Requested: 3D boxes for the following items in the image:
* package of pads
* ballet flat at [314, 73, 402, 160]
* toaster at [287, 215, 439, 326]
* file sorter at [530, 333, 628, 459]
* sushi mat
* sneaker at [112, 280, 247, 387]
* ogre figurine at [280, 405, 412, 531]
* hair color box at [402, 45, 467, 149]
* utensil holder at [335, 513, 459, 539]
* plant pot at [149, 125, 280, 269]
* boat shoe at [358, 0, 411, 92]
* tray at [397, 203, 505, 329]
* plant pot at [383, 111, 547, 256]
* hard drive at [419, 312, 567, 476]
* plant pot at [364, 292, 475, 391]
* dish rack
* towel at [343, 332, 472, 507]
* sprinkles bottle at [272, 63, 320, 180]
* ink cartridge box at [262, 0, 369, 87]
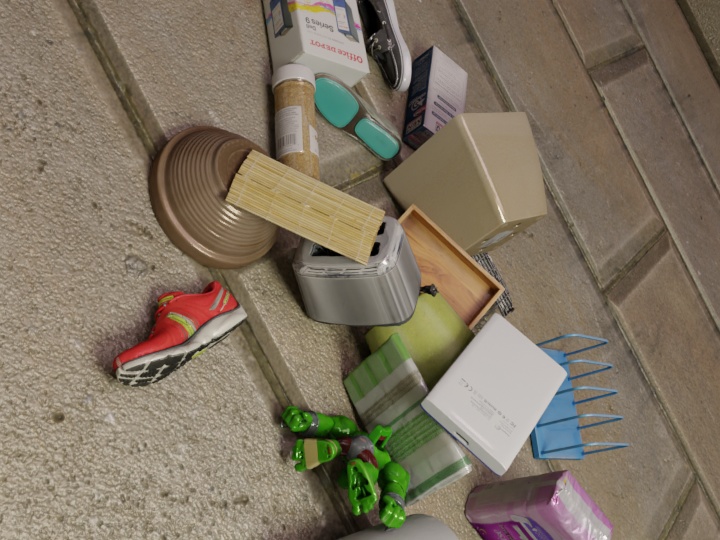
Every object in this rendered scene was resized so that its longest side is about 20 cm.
[{"bbox_3d":[0.260,0.368,1.150,0.121,0.199,0.076,51,51,-7],"label":"package of pads"},{"bbox_3d":[-0.011,-0.258,1.289,0.199,0.067,0.064,37,23,-26],"label":"ballet flat"},{"bbox_3d":[0.000,0.000,1.062,0.130,0.197,0.115,68,32,-48],"label":"toaster"},{"bbox_3d":[0.382,0.225,1.384,0.137,0.122,0.203,12,63,-39],"label":"file sorter"},{"bbox_3d":[-0.068,-0.082,0.991,0.198,0.012,0.096,25,55,-2],"label":"sushi mat"},{"bbox_3d":[-0.227,0.071,0.933,0.085,0.077,0.199,53,37,5],"label":"sneaker"},{"bbox_3d":[-0.004,0.247,1.007,0.119,0.198,0.100,7,99,-62],"label":"ogre figurine"},{"bbox_3d":[0.141,-0.307,1.441,0.099,0.060,0.202,30,53,-30],"label":"hair color box"},{"bbox_3d":[0.022,0.398,0.939,0.198,0.169,0.173,-3,74,-45],"label":"utensil holder"},{"bbox_3d":[-0.173,-0.112,1.039,0.199,0.092,0.204,19,59,-35],"label":"plant pot"},{"bbox_3d":[0.038,-0.415,1.394,0.065,0.070,0.203,-6,78,-26],"label":"boat shoe"},{"bbox_3d":[0.123,0.000,1.234,0.200,0.037,0.099,43,79,4],"label":"tray"},{"bbox_3d":[0.195,-0.132,1.298,0.198,0.199,0.179,-14,73,-45],"label":"plant pot"},{"bbox_3d":[0.180,0.157,1.024,0.132,0.025,0.200,40,47,9],"label":"hard drive"},{"bbox_3d":[0.105,0.138,1.134,0.199,0.200,0.186,-23,76,-46],"label":"plant pot"},{"bbox_3d":[0.185,0.044,1.331,0.199,0.054,0.155,-31,95,-48],"label":"dish rack"},{"bbox_3d":[0.061,0.203,1.049,0.030,0.149,0.202,-12,67,-41],"label":"towel"},{"bbox_3d":[-0.097,-0.209,1.170,0.068,0.068,0.203,12,64,-39],"label":"sprinkles bottle"},{"bbox_3d":[-0.076,-0.405,1.265,0.144,0.087,0.203,6,70,-42],"label":"ink cartridge box"}]
